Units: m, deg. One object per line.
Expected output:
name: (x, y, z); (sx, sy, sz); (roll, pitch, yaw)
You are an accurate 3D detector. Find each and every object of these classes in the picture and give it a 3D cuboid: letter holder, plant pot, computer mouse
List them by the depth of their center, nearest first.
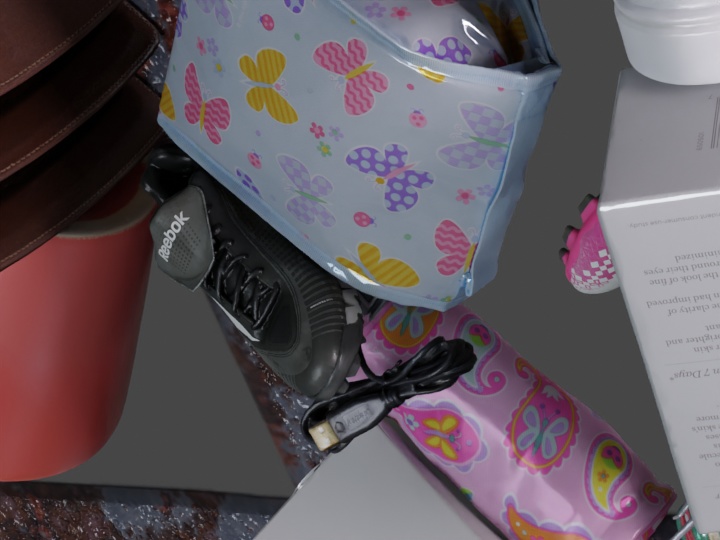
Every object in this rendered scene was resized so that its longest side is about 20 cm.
computer mouse: (0.000, 0.000, 1.374); (0.044, 0.200, 0.110); (22, 132, -39)
letter holder: (-0.190, -0.101, 1.402); (0.142, 0.200, 0.101); (42, 140, 6)
plant pot: (-0.208, -0.006, 1.520); (0.200, 0.200, 0.178); (37, 129, 13)

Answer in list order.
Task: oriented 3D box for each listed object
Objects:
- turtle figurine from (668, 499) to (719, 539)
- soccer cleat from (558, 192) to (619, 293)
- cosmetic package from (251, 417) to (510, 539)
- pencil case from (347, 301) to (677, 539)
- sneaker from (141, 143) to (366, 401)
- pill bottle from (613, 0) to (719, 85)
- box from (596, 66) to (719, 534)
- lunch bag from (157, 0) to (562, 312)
turtle figurine: (0.223, 0.127, 1.299); (0.200, 0.101, 0.150); (-16, 125, 31)
soccer cleat: (0.164, -0.036, 1.240); (0.086, 0.070, 0.200); (40, 140, 8)
cosmetic package: (0.047, 0.187, 1.424); (0.108, 0.085, 0.200); (-46, 66, 11)
pencil case: (0.078, 0.087, 1.412); (0.200, 0.087, 0.087); (42, 140, 8)
sneaker: (-0.065, -0.003, 1.338); (0.067, 0.090, 0.200); (-60, 36, 25)
pill bottle: (0.140, -0.189, 1.103); (0.113, 0.113, 0.200); (7, 126, 38)
box: (0.205, 0.007, 1.154); (0.152, 0.106, 0.200); (-7, 128, 18)
lunch bag: (0.009, -0.096, 1.290); (0.200, 0.127, 0.170); (41, 141, 25)
